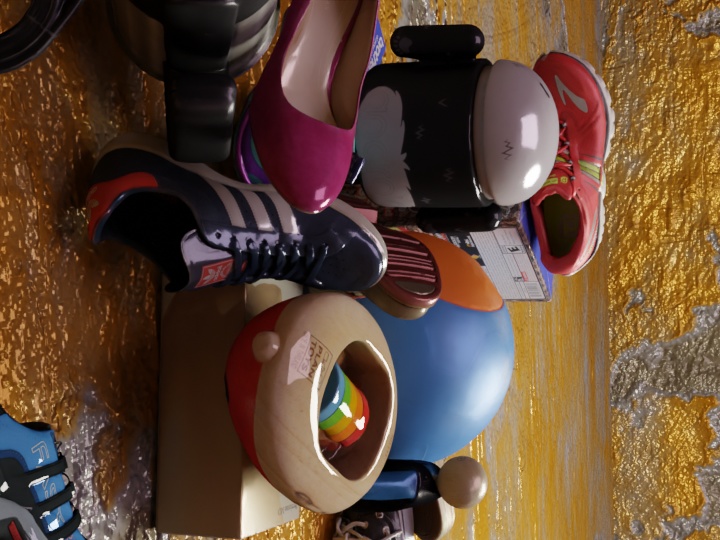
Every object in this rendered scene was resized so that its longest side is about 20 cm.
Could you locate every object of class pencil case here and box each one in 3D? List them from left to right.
[{"bbox_3d":[-0.049,-0.101,0.777,0.093,0.085,0.200,-55,-168,6],"label":"pencil case"}]

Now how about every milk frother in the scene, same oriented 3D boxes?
[{"bbox_3d":[-0.141,-0.168,0.596,0.188,0.197,0.183,150,-44,-78],"label":"milk frother"}]

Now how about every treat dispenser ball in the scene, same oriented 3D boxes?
[{"bbox_3d":[0.034,0.068,0.920,0.200,0.198,0.204,-1,90,-68],"label":"treat dispenser ball"}]

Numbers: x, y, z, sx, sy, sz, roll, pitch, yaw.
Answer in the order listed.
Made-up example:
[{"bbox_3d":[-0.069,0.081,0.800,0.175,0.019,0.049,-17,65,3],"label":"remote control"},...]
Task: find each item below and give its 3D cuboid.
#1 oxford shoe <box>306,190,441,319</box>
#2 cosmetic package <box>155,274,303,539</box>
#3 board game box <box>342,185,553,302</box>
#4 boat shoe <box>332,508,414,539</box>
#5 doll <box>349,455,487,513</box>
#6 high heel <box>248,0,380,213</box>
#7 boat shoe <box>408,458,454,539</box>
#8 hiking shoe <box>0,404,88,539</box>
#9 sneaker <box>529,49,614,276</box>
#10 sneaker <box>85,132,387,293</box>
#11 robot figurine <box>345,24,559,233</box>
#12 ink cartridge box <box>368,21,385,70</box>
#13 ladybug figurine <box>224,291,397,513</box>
[{"bbox_3d":[0.000,0.000,0.793,0.200,0.070,0.076,48,-57,59],"label":"oxford shoe"},{"bbox_3d":[-0.092,0.084,0.769,0.105,0.070,0.204,6,83,-69],"label":"cosmetic package"},{"bbox_3d":[0.081,-0.046,1.043,0.160,0.197,0.098,55,39,-55],"label":"board game box"},{"bbox_3d":[0.007,0.262,1.023,0.068,0.073,0.203,-6,89,-49],"label":"boat shoe"},{"bbox_3d":[0.004,0.167,0.838,0.136,0.197,0.049,29,63,-66],"label":"doll"},{"bbox_3d":[-0.014,-0.129,0.628,0.067,0.096,0.202,25,44,-19],"label":"high heel"},{"bbox_3d":[0.062,0.173,1.069,0.064,0.072,0.202,6,51,-33],"label":"boat shoe"},{"bbox_3d":[-0.172,0.126,0.559,0.201,0.073,0.088,66,32,-45],"label":"hiking shoe"},{"bbox_3d":[0.183,-0.092,0.940,0.085,0.076,0.203,-35,120,-59],"label":"sneaker"},{"bbox_3d":[-0.078,-0.014,0.664,0.085,0.197,0.076,-85,-164,-49],"label":"sneaker"},{"bbox_3d":[0.068,-0.116,0.895,0.150,0.197,0.127,50,45,-59],"label":"robot figurine"},{"bbox_3d":[-0.028,-0.185,0.978,0.095,0.044,0.202,70,28,-43],"label":"ink cartridge box"},{"bbox_3d":[-0.035,0.086,0.710,0.137,0.071,0.201,-68,152,-24],"label":"ladybug figurine"}]
